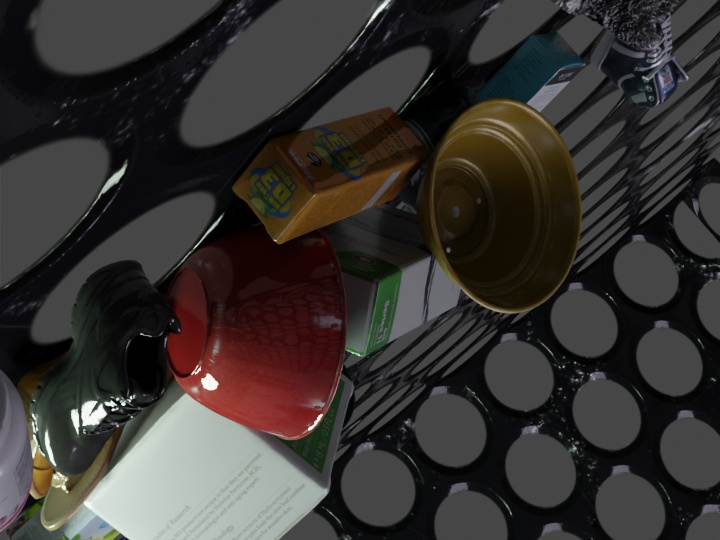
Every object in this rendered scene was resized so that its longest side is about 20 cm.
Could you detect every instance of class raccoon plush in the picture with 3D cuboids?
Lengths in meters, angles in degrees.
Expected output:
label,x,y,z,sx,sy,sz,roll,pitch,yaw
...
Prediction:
label,x,y,z,sx,sy,sz,roll,pitch,yaw
raccoon plush,0.279,-0.292,1.428,0.134,0.097,0.200,-53,165,23

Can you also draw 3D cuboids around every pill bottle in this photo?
label,x,y,z,sx,sy,sz,roll,pitch,yaw
pill bottle,-0.296,0.124,1.058,0.113,0.114,0.200,-36,168,-21

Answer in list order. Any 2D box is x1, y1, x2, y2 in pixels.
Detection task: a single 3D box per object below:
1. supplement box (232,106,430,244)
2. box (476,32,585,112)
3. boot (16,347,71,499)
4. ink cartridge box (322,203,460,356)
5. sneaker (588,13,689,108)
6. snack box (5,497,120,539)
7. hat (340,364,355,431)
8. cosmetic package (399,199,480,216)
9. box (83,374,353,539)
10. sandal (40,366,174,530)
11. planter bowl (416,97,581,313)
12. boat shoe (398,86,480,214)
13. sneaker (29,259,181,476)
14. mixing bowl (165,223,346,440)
label,x,y,z,sx,sy,sz,roll,pitch,yaw
supplement box,-0.022,-0.086,1.277,0.069,0.067,0.200,-47,168,34
box,0.145,-0.166,1.569,0.200,0.049,0.082,-46,168,27
boot,-0.259,0.128,1.318,0.144,0.071,0.201,-37,165,-14
ink cartridge box,0.000,0.000,1.446,0.200,0.146,0.084,-23,128,-56
sneaker,0.336,-0.261,1.682,0.070,0.109,0.200,-36,169,-19
snack box,-0.296,0.261,1.741,0.200,0.068,0.169,-44,168,12
hat,-0.065,0.063,1.617,0.164,0.201,0.177,5,134,-18
cosmetic package,0.119,-0.066,1.806,0.113,0.081,0.200,-45,168,15
box,-0.138,0.172,1.481,0.200,0.171,0.199,-45,-167,25
sandal,-0.263,0.142,1.416,0.212,0.070,0.077,-54,-148,-12
planter bowl,0.114,-0.059,1.400,0.200,0.202,0.083,-32,-164,-36
boat shoe,0.083,-0.115,1.499,0.091,0.071,0.200,-34,166,-9
sneaker,-0.205,0.094,1.188,0.076,0.091,0.201,-12,133,-49
mixing bowl,-0.106,0.047,1.288,0.108,0.201,0.200,5,144,-31
